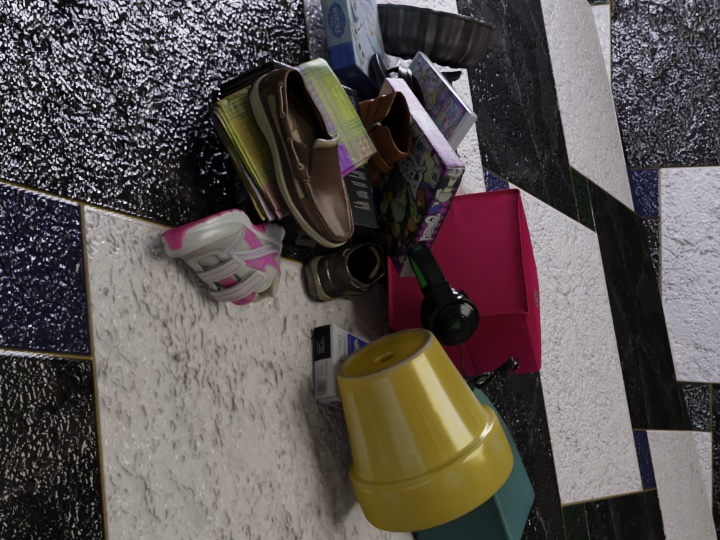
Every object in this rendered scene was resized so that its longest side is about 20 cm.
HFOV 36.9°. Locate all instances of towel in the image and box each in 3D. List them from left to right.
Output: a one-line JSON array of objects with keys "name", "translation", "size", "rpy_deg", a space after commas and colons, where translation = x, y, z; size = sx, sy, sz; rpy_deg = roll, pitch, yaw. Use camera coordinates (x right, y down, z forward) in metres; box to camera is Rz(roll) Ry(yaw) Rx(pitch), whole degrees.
[{"name": "towel", "translation": [-0.075, -0.154, 1.229], "size": [0.200, 0.023, 0.145], "rpy_deg": [-36, 100, -42]}]

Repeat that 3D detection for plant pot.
[{"name": "plant pot", "translation": [0.063, 0.183, 1.319], "size": [0.191, 0.199, 0.201], "rpy_deg": [67, 28, -13]}, {"name": "plant pot", "translation": [0.140, 0.271, 1.506], "size": [0.141, 0.140, 0.202], "rpy_deg": [-48, 124, -59]}]

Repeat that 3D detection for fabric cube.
[{"name": "fabric cube", "translation": [0.152, 0.024, 1.549], "size": [0.200, 0.197, 0.198], "rpy_deg": [64, 23, -59]}]

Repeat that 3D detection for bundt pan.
[{"name": "bundt pan", "translation": [0.113, -0.373, 1.739], "size": [0.201, 0.200, 0.077], "rpy_deg": [-5, 108, -63]}]

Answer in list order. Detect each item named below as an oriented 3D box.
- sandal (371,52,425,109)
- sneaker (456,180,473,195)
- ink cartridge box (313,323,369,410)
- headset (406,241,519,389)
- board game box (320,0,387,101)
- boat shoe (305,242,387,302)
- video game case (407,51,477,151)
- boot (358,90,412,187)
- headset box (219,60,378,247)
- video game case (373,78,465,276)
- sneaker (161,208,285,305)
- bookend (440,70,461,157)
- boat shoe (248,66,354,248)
[{"name": "sandal", "translation": [0.070, -0.240, 1.530], "size": [0.075, 0.048, 0.202], "rpy_deg": [48, 13, -53]}, {"name": "sneaker", "translation": [0.127, -0.130, 1.607], "size": [0.078, 0.098, 0.202], "rpy_deg": [-93, -171, -47]}, {"name": "ink cartridge box", "translation": [0.003, 0.142, 1.429], "size": [0.199, 0.037, 0.096], "rpy_deg": [29, 53, -54]}, {"name": "headset", "translation": [0.124, 0.053, 1.369], "size": [0.124, 0.093, 0.202], "rpy_deg": [-158, -137, -87]}, {"name": "board game box", "translation": [-0.009, -0.364, 1.601], "size": [0.200, 0.043, 0.202], "rpy_deg": [25, 56, -71]}, {"name": "boat shoe", "translation": [0.000, 0.000, 1.448], "size": [0.200, 0.073, 0.075], "rpy_deg": [-26, 101, -63]}, {"name": "video game case", "translation": [0.086, -0.213, 1.560], "size": [0.018, 0.144, 0.201], "rpy_deg": [20, 25, -33]}, {"name": "boot", "translation": [-0.004, -0.205, 1.432], "size": [0.076, 0.155, 0.203], "rpy_deg": [9, 64, -35]}, {"name": "headset box", "translation": [-0.072, -0.131, 1.325], "size": [0.173, 0.092, 0.203], "rpy_deg": [6, 72, -55]}, {"name": "video game case", "translation": [0.056, -0.125, 1.442], "size": [0.035, 0.182, 0.201], "rpy_deg": [-2, 44, -29]}, {"name": "sneaker", "translation": [-0.138, -0.010, 1.171], "size": [0.199, 0.081, 0.089], "rpy_deg": [10, 67, -61]}, {"name": "bookend", "translation": [0.121, -0.215, 1.741], "size": [0.199, 0.091, 0.203], "rpy_deg": [-39, 122, -74]}, {"name": "boat shoe", "translation": [-0.054, -0.123, 1.170], "size": [0.074, 0.074, 0.204], "rpy_deg": [-33, 98, -42]}]
